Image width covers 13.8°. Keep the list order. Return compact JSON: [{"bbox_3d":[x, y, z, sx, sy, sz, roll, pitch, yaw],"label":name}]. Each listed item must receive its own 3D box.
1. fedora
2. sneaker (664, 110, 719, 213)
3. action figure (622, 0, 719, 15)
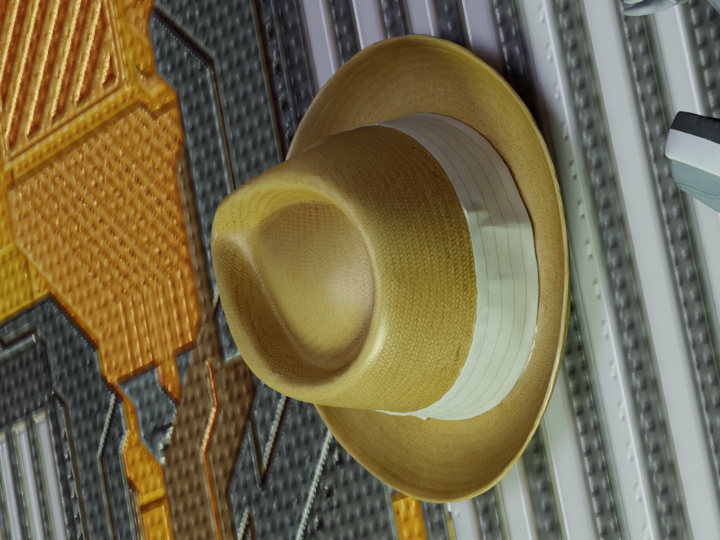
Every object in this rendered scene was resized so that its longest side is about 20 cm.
[{"bbox_3d":[0.000,0.000,1.178,0.200,0.082,0.202,3,94,55],"label":"fedora"},{"bbox_3d":[0.159,0.029,0.959,0.200,0.083,0.121,32,108,49],"label":"sneaker"},{"bbox_3d":[0.116,-0.171,1.023,0.130,0.069,0.201,-25,75,45],"label":"action figure"}]
